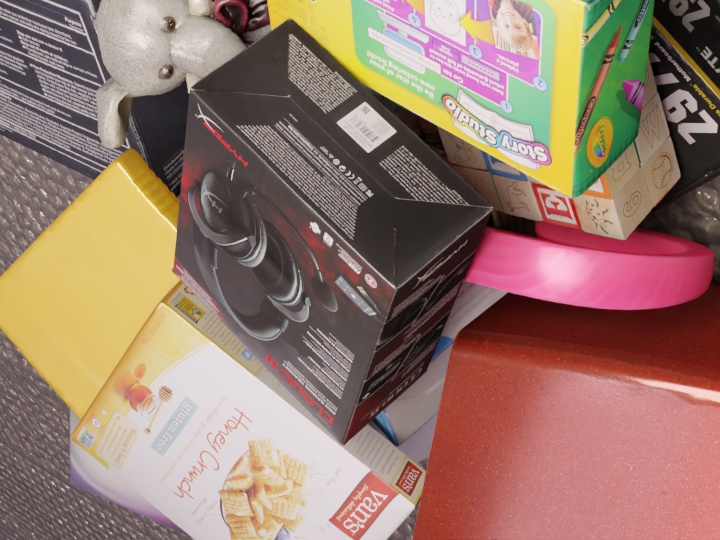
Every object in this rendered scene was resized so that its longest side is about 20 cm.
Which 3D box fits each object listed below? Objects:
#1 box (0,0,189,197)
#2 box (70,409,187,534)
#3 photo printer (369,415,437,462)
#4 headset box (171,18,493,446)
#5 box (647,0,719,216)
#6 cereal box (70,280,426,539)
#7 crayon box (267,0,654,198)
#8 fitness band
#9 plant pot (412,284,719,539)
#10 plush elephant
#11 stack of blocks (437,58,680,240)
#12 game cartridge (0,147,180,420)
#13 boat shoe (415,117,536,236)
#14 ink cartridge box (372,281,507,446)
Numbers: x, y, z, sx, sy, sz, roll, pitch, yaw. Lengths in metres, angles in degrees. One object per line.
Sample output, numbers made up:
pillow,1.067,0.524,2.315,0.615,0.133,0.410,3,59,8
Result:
box,-0.202,-0.182,1.161,0.199,0.123,0.200,25,148,31
box,-0.101,0.093,1.144,0.198,0.124,0.200,21,134,13
photo printer,0.004,0.057,1.205,0.200,0.070,0.166,46,134,-16
headset box,-0.024,-0.010,0.841,0.149,0.077,0.201,45,151,15
box,0.125,-0.126,0.878,0.200,0.049,0.160,48,150,-4
cereal box,-0.072,0.118,0.986,0.199,0.040,0.144,38,125,1
crayon box,0.040,-0.133,0.743,0.199,0.058,0.120,32,149,26
fitness band,0.100,-0.009,0.875,0.199,0.143,0.038,14,101,45
plant pot,0.140,0.106,0.895,0.174,0.200,0.202,17,109,19
plush elephant,-0.080,-0.145,0.897,0.198,0.155,0.166,22,132,27
stack of blocks,0.086,-0.121,0.822,0.114,0.059,0.201,17,140,43
game cartridge,-0.134,0.045,1.019,0.176,0.032,0.200,-38,95,35
boat shoe,0.067,-0.082,0.990,0.072,0.068,0.201,0,128,53
ink cartridge box,0.000,0.000,1.025,0.200,0.115,0.068,45,169,31
